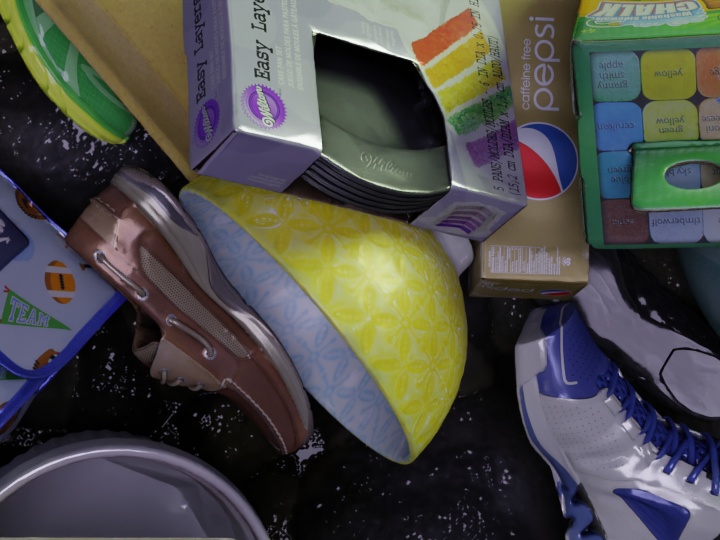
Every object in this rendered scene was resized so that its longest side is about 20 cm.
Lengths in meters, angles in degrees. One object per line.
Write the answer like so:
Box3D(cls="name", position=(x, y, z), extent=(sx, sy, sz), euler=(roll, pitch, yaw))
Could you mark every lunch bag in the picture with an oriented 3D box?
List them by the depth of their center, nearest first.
Box3D(cls="lunch bag", position=(-0.259, 0.030, 1.110), extent=(0.170, 0.124, 0.200), euler=(45, 77, -5))

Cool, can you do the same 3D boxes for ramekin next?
Box3D(cls="ramekin", position=(-0.151, 0.187, 1.115), extent=(0.199, 0.105, 0.202), euler=(-2, 99, -15))

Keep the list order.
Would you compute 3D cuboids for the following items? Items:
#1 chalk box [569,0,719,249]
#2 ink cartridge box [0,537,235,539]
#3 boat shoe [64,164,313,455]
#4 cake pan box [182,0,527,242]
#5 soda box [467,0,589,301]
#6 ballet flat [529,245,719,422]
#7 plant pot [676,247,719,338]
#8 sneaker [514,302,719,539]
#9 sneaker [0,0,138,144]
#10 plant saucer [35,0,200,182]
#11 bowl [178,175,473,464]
Box3D(cls="chalk box", position=(0.180, -0.092, 1.024), extent=(0.124, 0.200, 0.125), euler=(-1, 118, 12))
Box3D(cls="ink cartridge box", position=(-0.167, 0.216, 1.016), extent=(0.198, 0.084, 0.177), euler=(3, 97, -15))
Box3D(cls="boat shoe", position=(-0.101, 0.034, 1.120), extent=(0.072, 0.076, 0.201), euler=(-39, 108, -13))
Box3D(cls="cake pan box", position=(-0.005, -0.120, 1.025), extent=(0.183, 0.052, 0.201), euler=(13, 57, -28))
Box3D(cls="soda box", position=(0.099, -0.085, 1.114), extent=(0.063, 0.068, 0.202), euler=(3, 80, -3))
Box3D(cls="ballet flat", position=(0.153, 0.020, 1.162), extent=(0.200, 0.057, 0.066), euler=(44, 95, 2))
Box3D(cls="plant pot", position=(0.279, 0.000, 1.101), extent=(0.199, 0.201, 0.135), euler=(-11, 118, -1))
Box3D(cls="sneaker", position=(0.168, 0.105, 1.126), extent=(0.114, 0.081, 0.201), euler=(-13, 110, 20))
Box3D(cls="sneaker", position=(-0.170, -0.170, 1.117), extent=(0.083, 0.074, 0.201), euler=(-21, 95, 4))
Box3D(cls="plant saucer", position=(-0.075, -0.176, 1.098), extent=(0.200, 0.048, 0.200), euler=(-42, 124, -4))
Box3D(cls="bowl", position=(0.000, 0.000, 1.087), extent=(0.108, 0.200, 0.200), euler=(-40, 95, -14))
